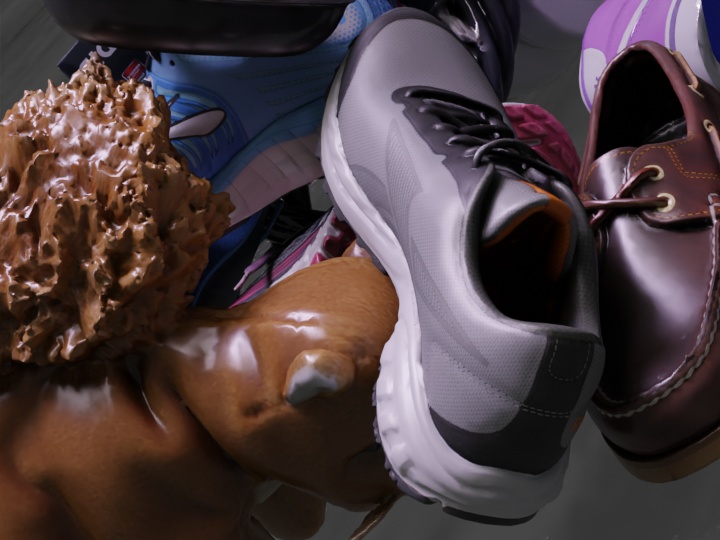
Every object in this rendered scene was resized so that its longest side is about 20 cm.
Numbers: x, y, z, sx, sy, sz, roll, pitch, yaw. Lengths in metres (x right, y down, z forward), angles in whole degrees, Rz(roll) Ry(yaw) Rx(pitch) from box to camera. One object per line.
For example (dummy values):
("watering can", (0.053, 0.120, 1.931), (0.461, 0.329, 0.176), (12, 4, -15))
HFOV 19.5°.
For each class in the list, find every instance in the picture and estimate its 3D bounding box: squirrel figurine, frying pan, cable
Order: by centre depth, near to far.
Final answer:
("squirrel figurine", (-0.070, 0.032, 0.717), (0.186, 0.200, 0.142), (-25, 15, 35))
("frying pan", (-0.089, -0.099, 0.764), (0.189, 0.031, 0.115), (10, 11, 37))
("cable", (-0.004, -0.081, 0.957), (0.051, 0.164, 0.200), (-1, -9, -35))

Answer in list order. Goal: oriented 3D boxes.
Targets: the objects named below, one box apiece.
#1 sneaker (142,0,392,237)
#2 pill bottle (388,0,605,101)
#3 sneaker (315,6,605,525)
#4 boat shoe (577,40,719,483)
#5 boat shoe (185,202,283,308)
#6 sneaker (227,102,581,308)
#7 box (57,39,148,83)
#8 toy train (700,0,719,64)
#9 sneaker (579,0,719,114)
("sneaker", (-0.064, -0.065, 0.852), (0.200, 0.090, 0.078), (-29, 11, 25))
("pill bottle", (0.040, -0.129, 1.028), (0.200, 0.109, 0.109), (-16, 29, 52))
("sneaker", (0.039, -0.018, 0.662), (0.201, 0.074, 0.079), (-103, 32, -43))
("boat shoe", (0.095, -0.010, 0.689), (0.070, 0.070, 0.200), (-29, 22, 21))
("boat shoe", (-0.096, 0.014, 0.936), (0.069, 0.084, 0.200), (97, -164, -51))
("sneaker", (0.000, 0.000, 0.846), (0.200, 0.081, 0.075), (-38, 15, 10))
("box", (-0.054, -0.149, 0.961), (0.159, 0.046, 0.200), (-48, 5, 13))
("toy train", (0.183, -0.048, 0.615), (0.115, 0.085, 0.200), (-23, 42, -1))
("sneaker", (0.158, -0.136, 0.868), (0.201, 0.073, 0.114), (-48, 14, -25))
